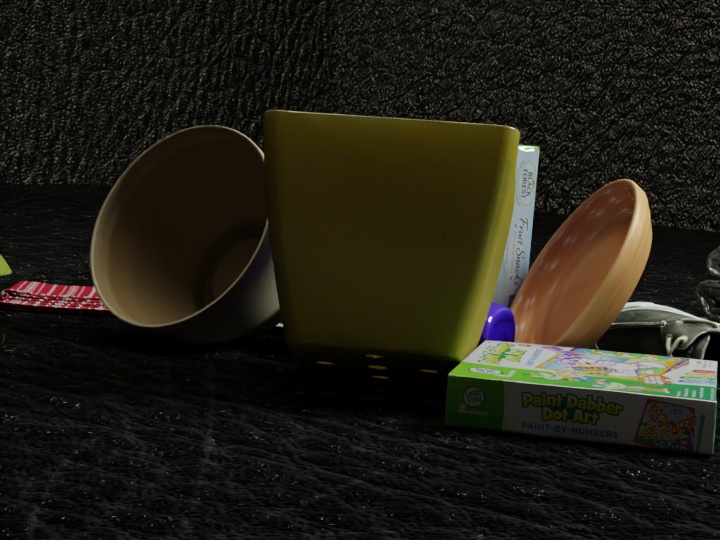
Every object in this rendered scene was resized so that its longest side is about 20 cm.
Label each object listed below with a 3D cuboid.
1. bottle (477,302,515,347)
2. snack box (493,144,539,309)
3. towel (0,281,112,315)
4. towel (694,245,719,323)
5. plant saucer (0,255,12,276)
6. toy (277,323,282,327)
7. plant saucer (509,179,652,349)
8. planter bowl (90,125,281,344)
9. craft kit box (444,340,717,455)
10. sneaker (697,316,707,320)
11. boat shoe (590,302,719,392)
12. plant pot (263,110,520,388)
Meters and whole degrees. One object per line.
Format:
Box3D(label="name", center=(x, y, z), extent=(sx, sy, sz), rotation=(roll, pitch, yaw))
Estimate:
Box3D(label="bottle", center=(0.035, 0.052, 1.468), extent=(0.199, 0.066, 0.083), rotation=(6, 7, 25))
Box3D(label="snack box", center=(0.105, -0.026, 1.606), extent=(0.053, 0.202, 0.142), rotation=(1, 6, -35))
Box3D(label="towel", center=(-0.271, 0.027, 1.726), extent=(0.198, 0.023, 0.145), rotation=(3, 5, -2))
Box3D(label="towel", center=(0.430, 0.051, 1.520), extent=(0.165, 0.086, 0.199), rotation=(26, -5, -40))
Box3D(label="plant saucer", center=(-0.531, -0.020, 1.887), extent=(0.198, 0.048, 0.200), rotation=(6, 6, 17))
Box3D(label="toy", center=(-0.059, 0.034, 1.665), extent=(0.198, 0.048, 0.115), rotation=(4, 8, 7))
Box3D(label="plant saucer", center=(0.196, 0.012, 1.465), extent=(0.037, 0.201, 0.200), rotation=(32, 0, -12))
Box3D(label="planter bowl", center=(-0.131, -0.015, 1.531), extent=(0.199, 0.202, 0.135), rotation=(8, -19, 35))
Box3D(label="craft kit box", center=(0.177, 0.095, 1.274), extent=(0.196, 0.049, 0.200), rotation=(2, 5, 12))
Box3D(label="sneaker", center=(0.397, 0.044, 1.673), extent=(0.199, 0.088, 0.074), rotation=(0, 7, -31))
Box3D(label="boat shoe", center=(0.286, 0.070, 1.437), extent=(0.198, 0.071, 0.064), rotation=(7, 5, 10))
Box3D(label="plant pot", center=(0.020, -0.007, 1.329), extent=(0.198, 0.178, 0.200), rotation=(5, -14, 5))
